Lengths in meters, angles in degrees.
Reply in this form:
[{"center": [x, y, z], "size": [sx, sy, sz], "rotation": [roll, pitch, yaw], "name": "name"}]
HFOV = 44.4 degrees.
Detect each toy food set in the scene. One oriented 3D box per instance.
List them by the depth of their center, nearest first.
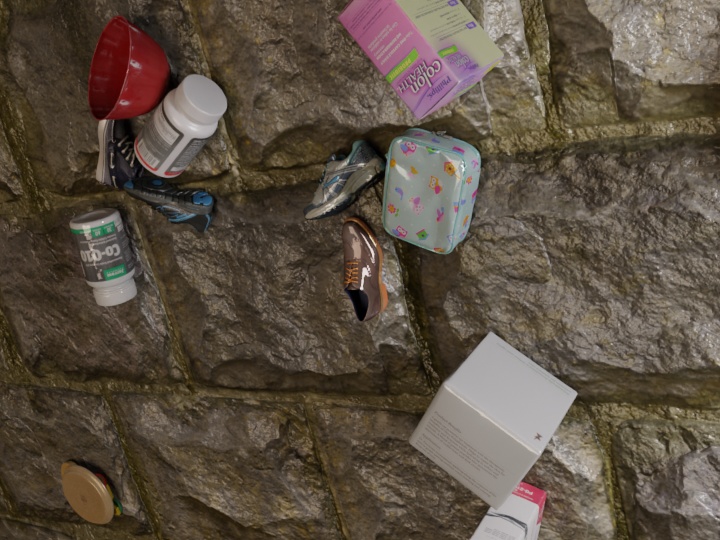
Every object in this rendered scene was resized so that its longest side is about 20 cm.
[{"center": [-0.764, 0.630, 2.489], "size": [0.199, 0.049, 0.199], "rotation": [-6, 110, 35], "name": "toy food set"}]

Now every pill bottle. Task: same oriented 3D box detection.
[{"center": [-0.348, -0.281, 1.717], "size": [0.114, 0.114, 0.200], "rotation": [51, 129, 1], "name": "pill bottle"}, {"center": [-0.575, -0.030, 1.992], "size": [0.112, 0.113, 0.202], "rotation": [3, 115, 32], "name": "pill bottle"}]

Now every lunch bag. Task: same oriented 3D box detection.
[{"center": [0.115, -0.142, 1.509], "size": [0.159, 0.077, 0.201], "rotation": [21, 123, 24], "name": "lunch bag"}]

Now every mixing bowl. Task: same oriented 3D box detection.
[{"center": [-0.438, -0.376, 1.706], "size": [0.199, 0.108, 0.202], "rotation": [-16, 70, 50], "name": "mixing bowl"}]

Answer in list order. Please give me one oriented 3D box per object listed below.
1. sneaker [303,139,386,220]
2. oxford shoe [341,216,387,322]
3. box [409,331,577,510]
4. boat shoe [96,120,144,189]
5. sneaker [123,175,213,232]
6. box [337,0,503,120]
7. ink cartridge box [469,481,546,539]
[{"center": [-0.037, -0.164, 1.611], "size": [0.200, 0.077, 0.087], "rotation": [-35, 80, 32], "name": "sneaker"}, {"center": [0.000, 0.000, 1.657], "size": [0.071, 0.073, 0.201], "rotation": [-4, 110, 35], "name": "oxford shoe"}, {"center": [0.234, 0.259, 1.554], "size": [0.198, 0.200, 0.172], "rotation": [36, 130, 14], "name": "box"}, {"center": [-0.498, -0.258, 1.863], "size": [0.092, 0.075, 0.201], "rotation": [22, 127, 8], "name": "boat shoe"}, {"center": [-0.403, -0.136, 1.837], "size": [0.199, 0.073, 0.082], "rotation": [19, 127, 12], "name": "sneaker"}, {"center": [0.095, -0.356, 1.350], "size": [0.200, 0.176, 0.097], "rotation": [50, 129, 1], "name": "box"}, {"center": [0.269, 0.512, 1.657], "size": [0.084, 0.200, 0.146], "rotation": [18, 122, 24], "name": "ink cartridge box"}]
